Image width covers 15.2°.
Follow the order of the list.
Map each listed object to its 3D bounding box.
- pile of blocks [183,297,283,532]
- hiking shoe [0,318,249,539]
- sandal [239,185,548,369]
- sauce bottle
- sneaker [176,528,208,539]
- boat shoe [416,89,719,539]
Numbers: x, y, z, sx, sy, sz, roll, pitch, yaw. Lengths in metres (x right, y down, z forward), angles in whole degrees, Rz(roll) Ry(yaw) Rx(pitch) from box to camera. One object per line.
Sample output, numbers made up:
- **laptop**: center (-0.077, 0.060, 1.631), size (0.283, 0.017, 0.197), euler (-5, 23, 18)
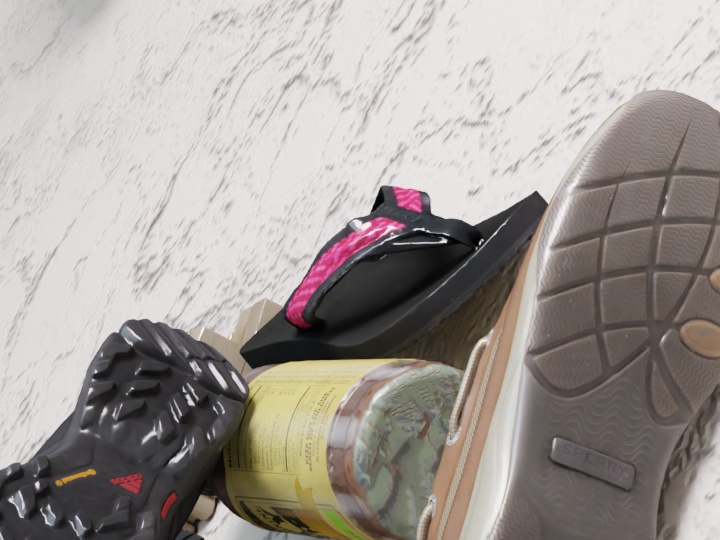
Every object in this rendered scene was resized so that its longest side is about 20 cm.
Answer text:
- **pile of blocks**: center (-0.100, 0.086, 1.118), size (0.200, 0.062, 0.082), euler (-57, 23, 11)
- **hiking shoe**: center (-0.104, 0.107, 0.909), size (0.200, 0.076, 0.101), euler (-47, -16, -46)
- **sandal**: center (0.000, 0.000, 0.993), size (0.075, 0.045, 0.200), euler (-41, 11, -27)
- **sauce bottle**: center (-0.017, 0.064, 0.966), size (0.200, 0.065, 0.065), euler (-5, 60, 66)
- **sneaker**: center (-0.117, 0.151, 1.054), size (0.200, 0.089, 0.074), euler (-2, 19, 31)
- **boat shoe**: center (0.061, 0.037, 0.818), size (0.072, 0.076, 0.200), euler (-14, 50, 63)
